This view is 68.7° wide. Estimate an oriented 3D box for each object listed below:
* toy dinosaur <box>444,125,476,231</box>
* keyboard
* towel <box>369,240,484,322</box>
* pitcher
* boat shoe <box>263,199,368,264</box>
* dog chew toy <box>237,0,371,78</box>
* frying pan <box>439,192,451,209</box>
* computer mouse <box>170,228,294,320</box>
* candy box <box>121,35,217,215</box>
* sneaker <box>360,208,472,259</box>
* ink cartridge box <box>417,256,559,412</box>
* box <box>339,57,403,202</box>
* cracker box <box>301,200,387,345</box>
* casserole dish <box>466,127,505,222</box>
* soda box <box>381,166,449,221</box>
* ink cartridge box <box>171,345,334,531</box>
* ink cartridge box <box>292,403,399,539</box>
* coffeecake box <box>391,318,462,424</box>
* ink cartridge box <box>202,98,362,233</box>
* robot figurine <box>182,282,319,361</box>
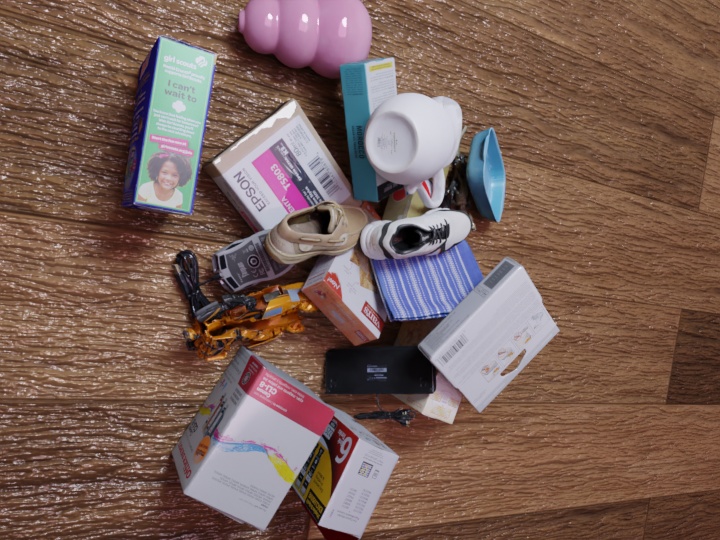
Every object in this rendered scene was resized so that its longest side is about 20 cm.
[{"bbox_3d":[0.187,-0.174,0.983,0.088,0.047,0.204,-13,101,-70],"label":"toy dinosaur"},{"bbox_3d":[0.030,0.192,0.879,0.021,0.197,0.129,28,59,-62],"label":"keyboard"},{"bbox_3d":[0.116,0.009,0.849,0.197,0.024,0.147,-3,59,-26],"label":"towel"},{"bbox_3d":[0.086,-0.169,0.777,0.199,0.119,0.175,-30,118,-59],"label":"pitcher"},{"bbox_3d":[-0.047,-0.063,0.759,0.072,0.065,0.199,51,40,10],"label":"boat shoe"},{"bbox_3d":[-0.085,-0.363,0.799,0.196,0.124,0.127,0,96,-18],"label":"dog chew toy"},{"bbox_3d":[0.130,-0.055,0.955,0.115,0.031,0.193,39,62,-53],"label":"frying pan"},{"bbox_3d":[-0.181,-0.004,0.790,0.197,0.044,0.111,-20,100,11],"label":"computer mouse"},{"bbox_3d":[-0.259,-0.180,0.698,0.076,0.168,0.204,7,93,-30],"label":"candy box"},{"bbox_3d":[0.101,-0.051,0.813,0.197,0.080,0.075,-15,102,-27],"label":"sneaker"},{"bbox_3d":[0.211,0.107,0.844,0.200,0.044,0.174,-44,126,-2],"label":"ink cartridge box"},{"bbox_3d":[0.020,-0.216,0.815,0.082,0.049,0.203,-34,125,-47],"label":"box"},{"bbox_3d":[0.000,0.000,0.860,0.134,0.057,0.201,47,44,-24],"label":"cracker box"},{"bbox_3d":[0.233,-0.172,0.973,0.200,0.038,0.123,45,54,-56],"label":"casserole dish"},{"bbox_3d":[0.103,-0.155,0.912,0.064,0.067,0.203,30,68,-33],"label":"soda box"},{"bbox_3d":[-0.167,0.249,0.805,0.144,0.145,0.202,37,79,-25],"label":"ink cartridge box"},{"bbox_3d":[-0.052,0.325,0.839,0.083,0.199,0.178,31,81,-25],"label":"ink cartridge box"},{"bbox_3d":[0.129,0.143,0.938,0.072,0.153,0.203,24,84,-27],"label":"coffeecake box"},{"bbox_3d":[-0.117,-0.134,0.828,0.165,0.075,0.201,-44,113,-17],"label":"ink cartridge box"},{"bbox_3d":[-0.166,0.077,0.795,0.198,0.145,0.059,-16,65,-34],"label":"robot figurine"}]
